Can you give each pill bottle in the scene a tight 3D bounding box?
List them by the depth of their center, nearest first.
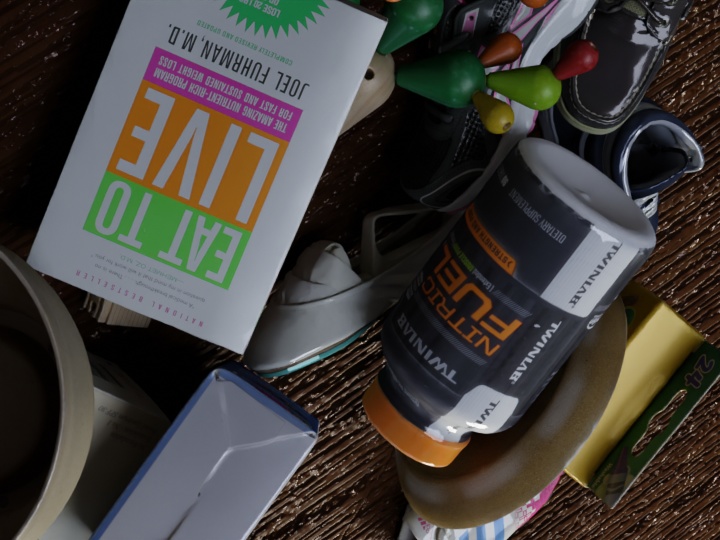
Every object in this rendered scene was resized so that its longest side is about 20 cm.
[{"bbox_3d":[0.083,0.026,1.259,0.106,0.106,0.200,14,119,-46],"label":"pill bottle"}]

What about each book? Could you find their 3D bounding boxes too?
[{"bbox_3d":[-0.084,-0.071,1.122,0.133,0.048,0.201,23,101,-2],"label":"book"}]

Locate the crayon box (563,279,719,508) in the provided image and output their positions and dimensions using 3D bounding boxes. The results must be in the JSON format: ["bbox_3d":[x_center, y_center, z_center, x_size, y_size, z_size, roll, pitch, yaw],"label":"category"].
[{"bbox_3d":[0.145,0.058,1.368,0.052,0.200,0.126,39,91,-29],"label":"crayon box"}]

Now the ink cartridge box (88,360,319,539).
[{"bbox_3d":[-0.091,0.129,1.240,0.137,0.076,0.200,-54,178,-2],"label":"ink cartridge box"}]

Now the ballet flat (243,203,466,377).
[{"bbox_3d":[0.000,0.000,1.312,0.199,0.069,0.070,-27,134,-30],"label":"ballet flat"}]

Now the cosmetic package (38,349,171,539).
[{"bbox_3d":[-0.215,0.137,1.209,0.103,0.073,0.201,29,98,-48],"label":"cosmetic package"}]

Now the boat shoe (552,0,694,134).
[{"bbox_3d":[0.175,-0.184,1.283,0.073,0.065,0.201,19,85,-5],"label":"boat shoe"}]

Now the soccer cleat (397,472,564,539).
[{"bbox_3d":[0.081,0.167,1.491,0.086,0.070,0.201,19,106,-47],"label":"soccer cleat"}]

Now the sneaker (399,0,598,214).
[{"bbox_3d":[0.069,-0.138,1.266,0.086,0.080,0.201,24,94,-37],"label":"sneaker"}]

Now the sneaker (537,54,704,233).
[{"bbox_3d":[0.185,-0.055,1.389,0.070,0.108,0.200,-39,138,-11],"label":"sneaker"}]

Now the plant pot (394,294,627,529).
[{"bbox_3d":[0.090,0.075,1.347,0.027,0.200,0.200,38,92,-29],"label":"plant pot"}]

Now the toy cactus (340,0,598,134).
[{"bbox_3d":[0.022,-0.131,1.189,0.199,0.103,0.165,26,128,-24],"label":"toy cactus"}]

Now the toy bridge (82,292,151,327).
[{"bbox_3d":[-0.120,-0.061,1.180,0.067,0.027,0.201,6,115,-42],"label":"toy bridge"}]

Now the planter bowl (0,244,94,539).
[{"bbox_3d":[-0.224,0.073,1.086,0.201,0.200,0.135,-54,166,5],"label":"planter bowl"}]
